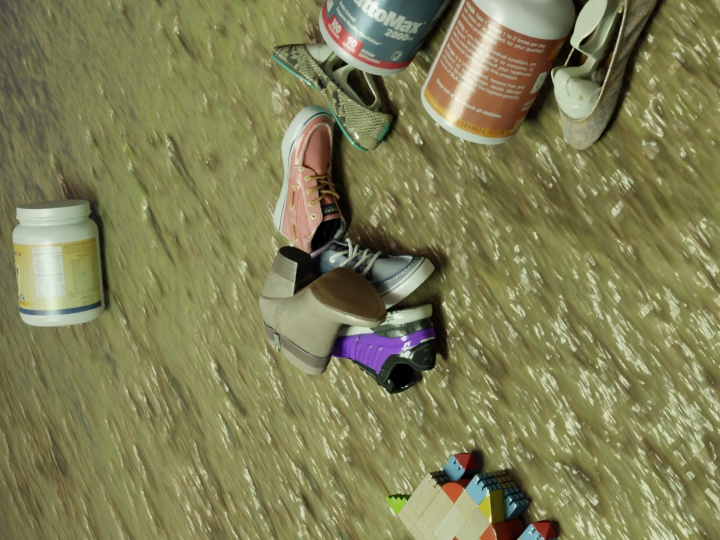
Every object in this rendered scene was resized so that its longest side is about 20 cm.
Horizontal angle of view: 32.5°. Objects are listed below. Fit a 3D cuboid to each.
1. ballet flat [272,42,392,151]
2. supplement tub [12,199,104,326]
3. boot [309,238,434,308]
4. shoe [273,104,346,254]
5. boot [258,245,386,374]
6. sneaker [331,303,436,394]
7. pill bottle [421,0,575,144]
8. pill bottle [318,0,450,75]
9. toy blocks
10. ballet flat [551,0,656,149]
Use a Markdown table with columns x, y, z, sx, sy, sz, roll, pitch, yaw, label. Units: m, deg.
| x | y | z | sx | sy | sz | roll | pitch | yaw | label |
| --- | --- | --- | --- | --- | --- | --- | --- | --- | --- |
| -0.027 | -0.231 | 1.512 | 0.075 | 0.068 | 0.200 | -51 | 63 | 19 | ballet flat |
| -0.515 | -0.015 | 2.107 | 0.144 | 0.144 | 0.200 | 9 | 106 | 50 | supplement tub |
| 0.000 | 0.000 | 1.492 | 0.090 | 0.073 | 0.200 | 51 | 144 | -12 | boot |
| -0.053 | -0.105 | 1.562 | 0.091 | 0.071 | 0.200 | 45 | 138 | 34 | shoe |
| -0.047 | 0.064 | 1.487 | 0.200 | 0.070 | 0.146 | 35 | 134 | 38 | boot |
| 0.021 | 0.105 | 1.516 | 0.200 | 0.069 | 0.100 | -18 | 87 | 53 | sneaker |
| 0.146 | -0.235 | 1.241 | 0.112 | 0.112 | 0.200 | 52 | 135 | 31 | pill bottle |
| 0.046 | -0.321 | 1.340 | 0.120 | 0.119 | 0.200 | 59 | 138 | 24 | pill bottle |
| 0.133 | 0.288 | 1.413 | 0.200 | 0.100 | 0.137 | 50 | 122 | 31 | toy blocks |
| 0.221 | -0.205 | 1.188 | 0.068 | 0.067 | 0.200 | 43 | 130 | 38 | ballet flat |
